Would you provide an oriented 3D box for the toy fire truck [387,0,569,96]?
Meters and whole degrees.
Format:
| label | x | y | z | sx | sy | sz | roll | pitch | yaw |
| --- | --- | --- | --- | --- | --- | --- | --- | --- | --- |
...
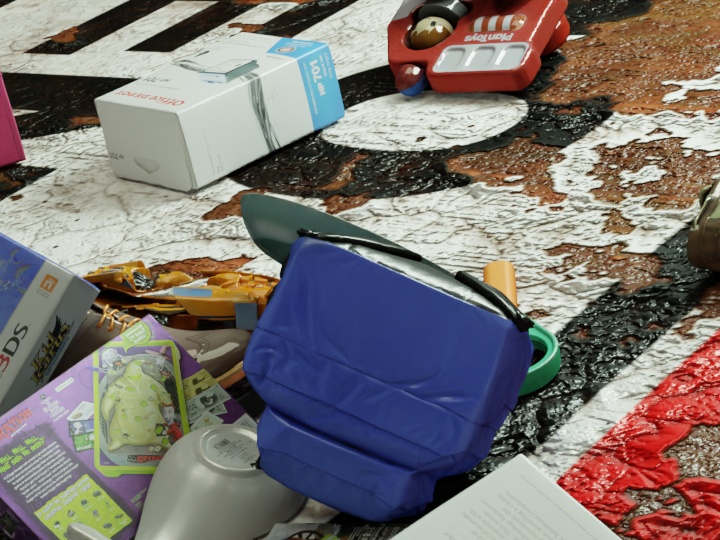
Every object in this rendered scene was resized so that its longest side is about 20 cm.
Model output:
| label | x | y | z | sx | sy | sz | roll | pitch | yaw |
| --- | --- | --- | --- | --- | --- | --- | --- | --- | --- |
| toy fire truck | 0.110 | -0.243 | 2.086 | 0.199 | 0.112 | 0.168 | 2 | 45 | 34 |

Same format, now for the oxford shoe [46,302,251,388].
| label | x | y | z | sx | sy | sz | roll | pitch | yaw |
| --- | --- | --- | --- | --- | --- | --- | --- | --- | --- |
| oxford shoe | -0.170 | 0.061 | 1.480 | 0.199 | 0.073 | 0.071 | -9 | 22 | 6 |

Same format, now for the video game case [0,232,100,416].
| label | x | y | z | sx | sy | sz | roll | pitch | yaw |
| --- | --- | --- | --- | --- | --- | --- | --- | --- | --- |
| video game case | -0.315 | 0.045 | 1.475 | 0.200 | 0.045 | 0.182 | 27 | 83 | 24 |

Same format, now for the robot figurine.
| label | x | y | z | sx | sy | sz | roll | pitch | yaw |
| --- | --- | --- | --- | --- | --- | --- | --- | --- | --- |
| robot figurine | -0.133 | 0.026 | 1.579 | 0.199 | 0.058 | 0.145 | 2 | 7 | 8 |

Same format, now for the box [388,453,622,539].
| label | x | y | z | sx | sy | sz | roll | pitch | yaw |
| --- | --- | --- | --- | --- | --- | --- | --- | --- | --- |
| box | 0.047 | 0.202 | 1.012 | 0.200 | 0.098 | 0.124 | -28 | 55 | -34 |

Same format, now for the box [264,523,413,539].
| label | x | y | z | sx | sy | sz | roll | pitch | yaw |
| --- | --- | --- | --- | --- | --- | --- | --- | --- | --- |
| box | -0.019 | 0.211 | 1.157 | 0.136 | 0.038 | 0.200 | -3 | 24 | 22 |

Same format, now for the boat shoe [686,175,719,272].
| label | x | y | z | sx | sy | sz | roll | pitch | yaw |
| --- | --- | --- | --- | --- | --- | --- | --- | --- | --- |
| boat shoe | 0.297 | -0.062 | 1.585 | 0.075 | 0.075 | 0.202 | -8 | 23 | 28 |

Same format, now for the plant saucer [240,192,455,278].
| label | x | y | z | sx | sy | sz | roll | pitch | yaw |
| --- | --- | --- | --- | --- | --- | --- | --- | --- | --- |
| plant saucer | 0.000 | 0.000 | 1.467 | 0.200 | 0.200 | 0.027 | 16 | 77 | 49 |

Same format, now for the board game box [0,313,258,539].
| label | x | y | z | sx | sy | sz | roll | pitch | yaw |
| --- | --- | --- | --- | --- | --- | --- | --- | --- | --- |
| board game box | -0.168 | 0.119 | 1.373 | 0.200 | 0.120 | 0.032 | -36 | -9 | -45 |

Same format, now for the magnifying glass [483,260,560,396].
| label | x | y | z | sx | sy | sz | roll | pitch | yaw |
| --- | --- | --- | --- | --- | --- | --- | --- | --- | --- |
| magnifying glass | 0.105 | 0.041 | 1.512 | 0.079 | 0.022 | 0.200 | -10 | 22 | 7 |

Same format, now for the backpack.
| label | x | y | z | sx | sy | sz | roll | pitch | yaw |
| --- | --- | --- | --- | --- | --- | --- | --- | --- | --- |
| backpack | 0.013 | 0.067 | 1.291 | 0.162 | 0.168 | 0.200 | 28 | 3 | 10 |

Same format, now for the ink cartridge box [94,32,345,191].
| label | x | y | z | sx | sy | sz | roll | pitch | yaw |
| --- | --- | --- | --- | --- | --- | --- | --- | --- | --- |
| ink cartridge box | -0.139 | -0.161 | 2.036 | 0.200 | 0.086 | 0.146 | -28 | 27 | -35 |

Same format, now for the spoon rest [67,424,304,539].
| label | x | y | z | sx | sy | sz | roll | pitch | yaw |
| --- | --- | --- | --- | --- | --- | --- | --- | --- | --- |
| spoon rest | -0.113 | 0.155 | 1.317 | 0.099 | 0.061 | 0.200 | 27 | 31 | 25 |

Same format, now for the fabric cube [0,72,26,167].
| label | x | y | z | sx | sy | sz | roll | pitch | yaw |
| --- | --- | --- | --- | --- | --- | --- | --- | --- | --- |
| fabric cube | -0.492 | -0.197 | 2.159 | 0.199 | 0.201 | 0.196 | -20 | 25 | -15 |

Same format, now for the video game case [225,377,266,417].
| label | x | y | z | sx | sy | sz | roll | pitch | yaw |
| --- | --- | --- | --- | --- | --- | --- | --- | --- | --- |
| video game case | -0.189 | 0.109 | 1.506 | 0.200 | 0.026 | 0.181 | 11 | 32 | 44 |
